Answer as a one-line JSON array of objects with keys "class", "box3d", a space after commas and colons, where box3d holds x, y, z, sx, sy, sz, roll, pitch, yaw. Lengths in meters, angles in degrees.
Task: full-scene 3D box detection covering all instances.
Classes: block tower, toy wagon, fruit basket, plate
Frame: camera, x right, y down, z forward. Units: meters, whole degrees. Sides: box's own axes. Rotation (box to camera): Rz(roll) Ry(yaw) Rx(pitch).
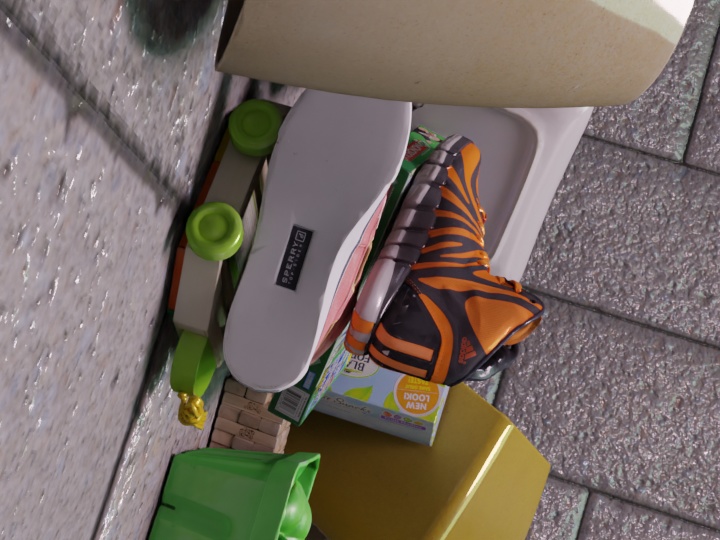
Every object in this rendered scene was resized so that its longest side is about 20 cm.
[{"class": "block tower", "box3d": [-0.075, 0.090, 0.937, 0.058, 0.053, 0.203, -10, 116, -82]}, {"class": "toy wagon", "box3d": [-0.081, -0.004, 0.728, 0.156, 0.039, 0.203, 90, 18, -66]}, {"class": "fruit basket", "box3d": [-0.055, 0.233, 0.830, 0.156, 0.212, 0.219, 43, 64, -82]}, {"class": "plate", "box3d": [0.057, -0.085, 0.925, 0.032, 0.197, 0.202, -64, 174, -53]}]

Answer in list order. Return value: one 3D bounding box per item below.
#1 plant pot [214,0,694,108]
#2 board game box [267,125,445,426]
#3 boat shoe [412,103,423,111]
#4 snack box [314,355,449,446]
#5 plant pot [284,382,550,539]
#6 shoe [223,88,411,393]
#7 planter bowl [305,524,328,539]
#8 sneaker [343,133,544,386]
[{"class": "plant pot", "box3d": [0.052, -0.155, 0.562, 0.187, 0.197, 0.190, -164, -90, -78]}, {"class": "board game box", "box3d": [0.000, 0.000, 0.863, 0.202, 0.029, 0.135, -66, 172, 20]}, {"class": "boat shoe", "box3d": [0.000, -0.135, 0.784, 0.065, 0.073, 0.200, -55, -162, -9]}, {"class": "snack box", "box3d": [0.013, 0.027, 1.022, 0.068, 0.166, 0.203, 87, 20, -65]}, {"class": "plant pot", "box3d": [0.056, 0.187, 1.082, 0.177, 0.199, 0.200, -50, 145, -5]}, {"class": "shoe", "box3d": [-0.023, -0.029, 0.705, 0.091, 0.070, 0.203, -23, 134, -83]}, {"class": "planter bowl", "box3d": [-0.064, 0.313, 1.100, 0.201, 0.197, 0.137, -62, 140, -59]}, {"class": "sneaker", "box3d": [0.070, 0.000, 0.780, 0.078, 0.111, 0.201, 107, 7, -52]}]
